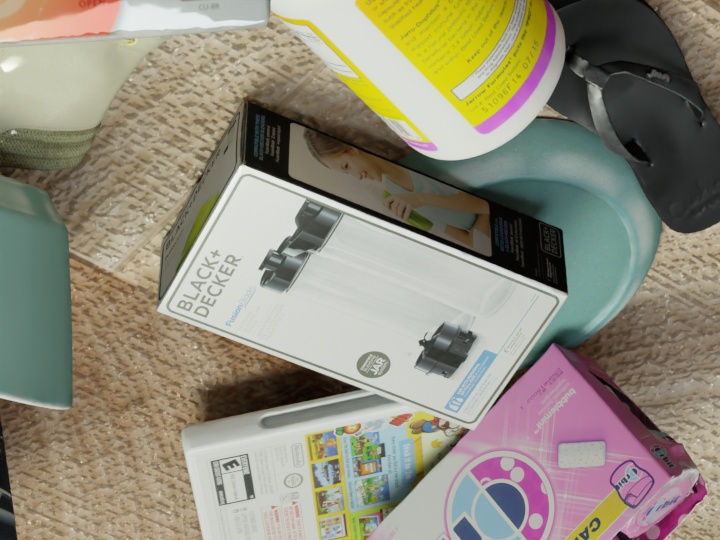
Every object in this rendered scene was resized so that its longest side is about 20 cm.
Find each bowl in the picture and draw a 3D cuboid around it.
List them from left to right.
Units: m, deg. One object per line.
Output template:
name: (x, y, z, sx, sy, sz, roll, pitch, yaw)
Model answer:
bowl: (-0.228, -0.007, 1.311, 0.200, 0.201, 0.106, 17, 89, -29)

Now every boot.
boot: (-0.188, -0.129, 1.266, 0.199, 0.072, 0.155, 19, 129, -31)

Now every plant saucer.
plant saucer: (0.081, -0.004, 1.497, 0.199, 0.027, 0.201, -8, 135, -8)

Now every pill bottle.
pill bottle: (0.011, -0.147, 1.277, 0.104, 0.105, 0.200, -32, 134, 17)

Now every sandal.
sandal: (0.157, -0.087, 1.411, 0.076, 0.043, 0.200, -40, 129, 11)

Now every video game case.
video game case: (-0.011, 0.138, 1.599, 0.181, 0.023, 0.200, -11, 144, -4)

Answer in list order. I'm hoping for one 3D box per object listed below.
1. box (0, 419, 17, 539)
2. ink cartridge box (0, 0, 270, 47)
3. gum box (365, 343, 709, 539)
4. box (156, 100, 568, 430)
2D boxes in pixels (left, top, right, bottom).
box: (-0.290, 0.150, 1.423, 0.181, 0.200, 0.104, 10, 130, -25)
ink cartridge box: (-0.125, -0.203, 1.151, 0.161, 0.050, 0.201, -5, 107, -6)
gum box: (0.101, 0.149, 1.539, 0.200, 0.114, 0.066, -47, 150, 12)
box: (0.000, 0.000, 1.423, 0.199, 0.060, 0.117, 22, 126, -17)
